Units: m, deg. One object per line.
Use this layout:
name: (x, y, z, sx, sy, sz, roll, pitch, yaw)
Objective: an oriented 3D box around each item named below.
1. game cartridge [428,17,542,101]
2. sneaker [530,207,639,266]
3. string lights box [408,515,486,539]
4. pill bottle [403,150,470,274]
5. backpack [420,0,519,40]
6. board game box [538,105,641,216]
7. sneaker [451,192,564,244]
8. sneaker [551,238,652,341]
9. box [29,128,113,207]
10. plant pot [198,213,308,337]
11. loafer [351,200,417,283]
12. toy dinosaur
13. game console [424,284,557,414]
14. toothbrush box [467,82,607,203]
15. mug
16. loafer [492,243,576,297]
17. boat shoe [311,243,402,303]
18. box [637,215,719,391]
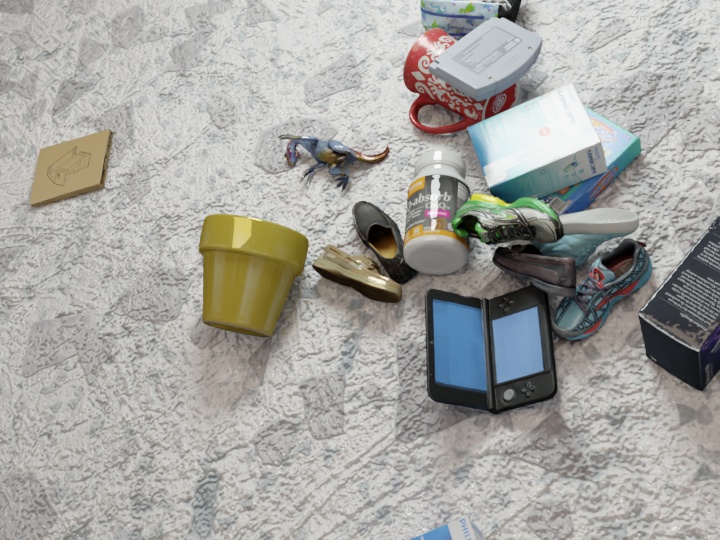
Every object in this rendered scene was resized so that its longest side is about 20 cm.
game cartridge: (0.235, -0.385, 1.611, 0.133, 0.041, 0.200, 34, 59, 29)
sneaker: (0.368, -0.051, 1.441, 0.074, 0.083, 0.199, -31, 18, -38)
string lights box: (0.086, 0.429, 1.276, 0.198, 0.103, 0.059, -25, 53, 9)
pill bottle: (0.137, -0.104, 1.567, 0.115, 0.117, 0.202, -7, 59, 20)
backpack: (0.215, -0.524, 1.769, 0.198, 0.155, 0.164, 14, 44, 8)
board game box: (0.369, -0.188, 1.558, 0.200, 0.045, 0.152, -44, 53, -5)
sneaker: (0.238, -0.068, 1.438, 0.198, 0.079, 0.085, 8, 43, 40)
sneaker: (0.372, 0.022, 1.398, 0.200, 0.096, 0.079, -43, 53, -6)
box: (-0.676, -0.240, 2.071, 0.198, 0.021, 0.165, -12, 57, 17)
plant pot: (-0.207, 0.016, 1.613, 0.199, 0.200, 0.191, 7, 79, 27)
loafer: (0.037, -0.068, 1.617, 0.073, 0.072, 0.200, -38, 52, 0)
toy dinosaur: (-0.072, -0.228, 1.785, 0.198, 0.106, 0.182, -9, 33, -27)
game console: (0.204, 0.111, 1.400, 0.169, 0.118, 0.202, -22, 53, 33)
toothbrush box: (0.302, -0.209, 1.521, 0.198, 0.085, 0.148, -21, 54, 11)
mug: (0.193, -0.345, 1.706, 0.133, 0.179, 0.199, -23, 48, -39)
loafer: (0.287, -0.014, 1.439, 0.200, 0.071, 0.064, 35, 120, 60)
boat shoe: (0.000, 0.000, 1.593, 0.199, 0.071, 0.065, 22, 72, 34)
box: (0.509, 0.050, 1.289, 0.104, 0.148, 0.200, 36, 80, 35)
